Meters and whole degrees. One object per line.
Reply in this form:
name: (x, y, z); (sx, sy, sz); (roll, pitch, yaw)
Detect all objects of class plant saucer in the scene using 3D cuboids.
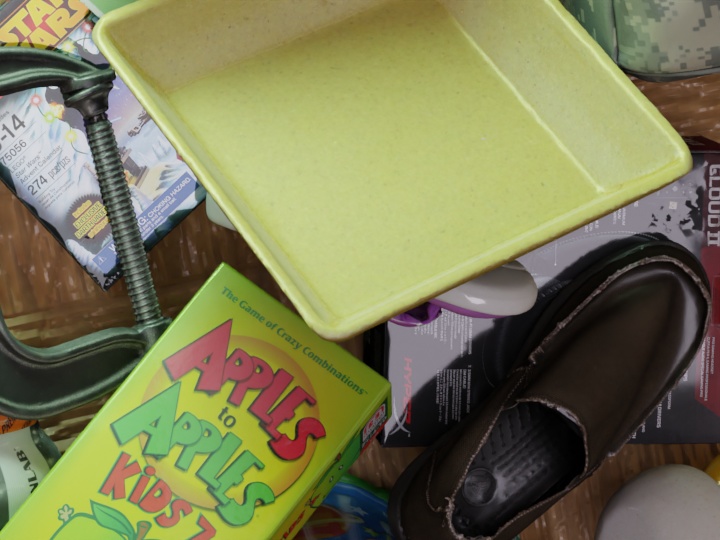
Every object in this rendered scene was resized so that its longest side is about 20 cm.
plant saucer: (0.012, -0.063, 1.181); (0.199, 0.049, 0.200); (-25, 58, -24)

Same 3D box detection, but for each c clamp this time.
c clamp: (-0.133, -0.017, 1.270); (0.170, 0.027, 0.201); (-25, 101, -29)

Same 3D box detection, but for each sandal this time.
sandal: (0.006, 0.000, 1.247); (0.082, 0.202, 0.050); (-4, 108, -40)

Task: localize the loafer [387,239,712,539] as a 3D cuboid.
loafer: (0.101, 0.069, 1.265); (0.073, 0.071, 0.200); (44, 80, -12)

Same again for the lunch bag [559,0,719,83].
lunch bag: (0.150, -0.190, 1.248); (0.138, 0.200, 0.169); (-13, 107, -9)

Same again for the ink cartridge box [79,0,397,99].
ink cartridge box: (-0.035, -0.156, 1.261); (0.145, 0.048, 0.200); (42, 71, -14)

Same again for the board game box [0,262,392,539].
board game box: (-0.084, 0.106, 1.230); (0.101, 0.048, 0.200); (35, 73, 14)

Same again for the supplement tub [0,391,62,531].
supplement tub: (-0.201, 0.152, 1.295); (0.122, 0.123, 0.202); (-2, 100, -8)

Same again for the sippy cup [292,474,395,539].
sippy cup: (-0.020, 0.178, 1.314); (0.177, 0.130, 0.140); (35, 93, -12)

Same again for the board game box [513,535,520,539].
board game box: (0.074, 0.186, 1.354); (0.030, 0.096, 0.201); (-12, 102, 15)

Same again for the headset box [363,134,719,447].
headset box: (0.104, 0.009, 1.340); (0.198, 0.077, 0.150); (-1, 99, -9)

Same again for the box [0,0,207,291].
box: (-0.099, -0.108, 1.311); (0.200, 0.040, 0.137); (-43, 101, 0)

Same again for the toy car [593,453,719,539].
toy car: (0.200, 0.193, 1.320); (0.174, 0.150, 0.201); (6, 106, -42)
